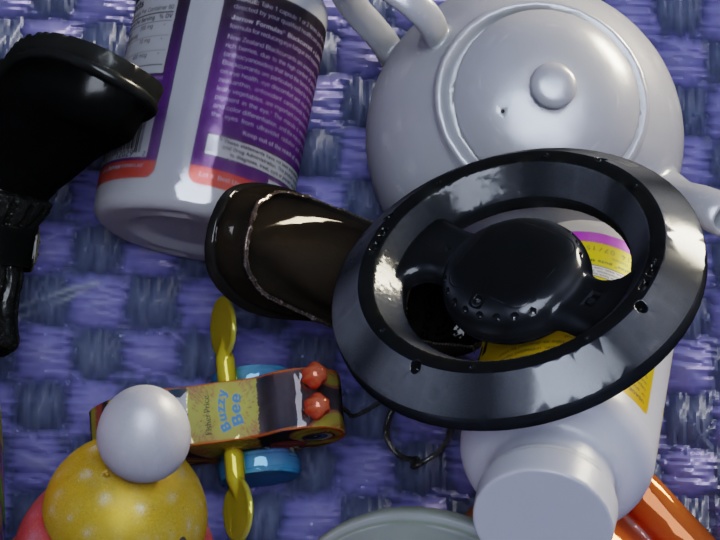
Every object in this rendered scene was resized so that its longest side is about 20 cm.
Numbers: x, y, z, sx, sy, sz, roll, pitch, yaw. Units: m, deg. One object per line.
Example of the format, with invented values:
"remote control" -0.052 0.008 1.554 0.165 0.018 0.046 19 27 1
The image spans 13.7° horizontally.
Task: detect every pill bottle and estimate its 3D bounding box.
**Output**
"pill bottle" -0.080 -0.114 1.709 0.111 0.111 0.200 12 75 -2
"pill bottle" 0.110 0.069 1.595 0.104 0.104 0.200 17 38 0

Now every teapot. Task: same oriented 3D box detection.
"teapot" 0.094 -0.087 1.699 0.200 0.146 0.198 -9 76 -6

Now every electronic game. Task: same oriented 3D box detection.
"electronic game" 0.082 0.007 1.564 0.200 0.042 0.200 -11 43 10

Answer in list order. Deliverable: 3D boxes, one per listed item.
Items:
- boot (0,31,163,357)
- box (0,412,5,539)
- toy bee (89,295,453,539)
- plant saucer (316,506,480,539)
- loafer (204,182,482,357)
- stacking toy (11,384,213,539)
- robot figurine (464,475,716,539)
"boot" -0.191 -0.035 1.644 0.079 0.211 0.158 26 68 -25
"box" -0.294 0.098 1.603 0.200 0.176 0.097 -3 75 -6
"toy bee" -0.053 0.072 1.666 0.200 0.109 0.131 -25 77 -10
"plant saucer" 0.032 0.228 1.603 0.200 0.050 0.200 7 107 22
"loafer" 0.000 0.000 1.652 0.200 0.071 0.073 20 78 -41
"stacking toy" -0.129 0.137 1.580 0.146 0.200 0.146 6 44 -6
"robot figurine" 0.122 0.192 1.644 0.200 0.144 0.117 42 47 6
